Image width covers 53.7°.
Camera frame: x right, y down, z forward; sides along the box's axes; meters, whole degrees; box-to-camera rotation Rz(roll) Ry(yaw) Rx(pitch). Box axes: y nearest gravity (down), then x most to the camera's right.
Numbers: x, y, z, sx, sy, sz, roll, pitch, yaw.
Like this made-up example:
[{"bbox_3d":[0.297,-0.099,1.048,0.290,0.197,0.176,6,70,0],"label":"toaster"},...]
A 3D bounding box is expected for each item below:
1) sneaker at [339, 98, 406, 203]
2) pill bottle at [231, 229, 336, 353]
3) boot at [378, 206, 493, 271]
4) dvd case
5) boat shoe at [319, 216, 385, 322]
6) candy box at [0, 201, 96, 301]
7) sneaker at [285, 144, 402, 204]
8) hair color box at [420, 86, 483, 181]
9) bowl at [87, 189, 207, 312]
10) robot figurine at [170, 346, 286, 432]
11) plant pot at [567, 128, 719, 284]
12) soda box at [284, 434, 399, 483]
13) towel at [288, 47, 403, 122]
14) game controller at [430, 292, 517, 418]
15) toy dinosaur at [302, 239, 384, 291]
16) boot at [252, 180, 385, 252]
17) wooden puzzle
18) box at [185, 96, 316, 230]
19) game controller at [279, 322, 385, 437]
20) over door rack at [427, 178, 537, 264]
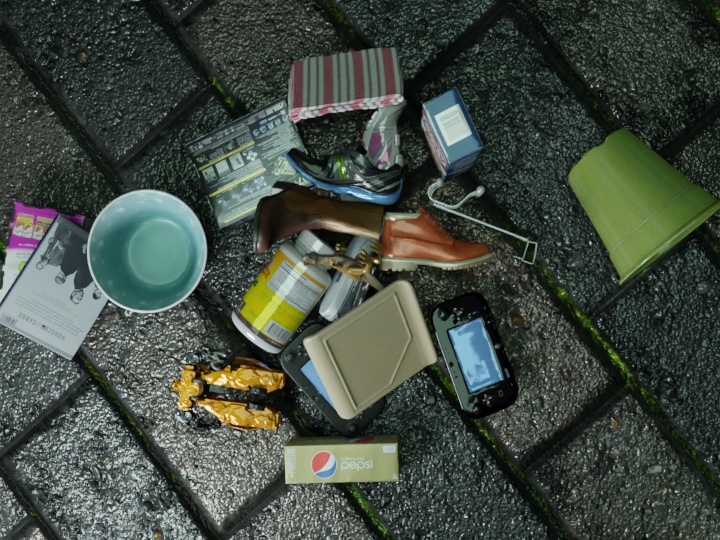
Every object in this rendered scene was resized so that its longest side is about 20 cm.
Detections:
[{"bbox_3d":[0.039,-0.198,1.217,0.087,0.081,0.204,25,100,4],"label":"sneaker"},{"bbox_3d":[-0.123,0.031,1.210,0.108,0.109,0.202,37,92,4],"label":"pill bottle"},{"bbox_3d":[0.129,-0.052,1.194,0.194,0.075,0.110,1,89,-8],"label":"boot"},{"bbox_3d":[-0.509,0.030,1.223,0.150,0.025,0.203,37,75,-34],"label":"dvd case"},{"bbox_3d":[0.004,0.002,1.222,0.067,0.071,0.203,31,80,-23],"label":"boat shoe"},{"bbox_3d":[-0.561,-0.009,1.273,0.133,0.061,0.205,11,90,3],"label":"candy box"},{"bbox_3d":[-0.025,-0.166,1.158,0.195,0.071,0.085,14,97,0],"label":"sneaker"},{"bbox_3d":[0.142,-0.211,1.142,0.059,0.200,0.102,-24,87,4],"label":"hair color box"},{"bbox_3d":[-0.356,-0.031,1.226,0.195,0.105,0.207,0,89,-5],"label":"bowl"},{"bbox_3d":[-0.233,0.213,1.244,0.195,0.058,0.149,8,90,4],"label":"robot figurine"},{"bbox_3d":[0.436,-0.116,1.138,0.198,0.200,0.192,-37,73,4],"label":"plant pot"},{"bbox_3d":[-0.030,0.322,1.220,0.194,0.068,0.066,-2,90,5],"label":"soda box"},{"bbox_3d":[-0.026,-0.319,1.210,0.195,0.030,0.149,-7,50,5],"label":"towel"},{"bbox_3d":[0.193,0.143,1.207,0.102,0.042,0.204,-20,88,5],"label":"game controller"},{"bbox_3d":[0.000,0.000,1.161,0.197,0.106,0.061,30,48,-20],"label":"toy dinosaur"},{"bbox_3d":[-0.064,-0.069,1.138,0.195,0.189,0.070,14,118,6],"label":"boot"},{"bbox_3d":[0.020,0.130,1.178,0.197,0.037,0.188,-29,123,-10],"label":"wooden puzzle"},{"bbox_3d":[-0.186,-0.186,1.248,0.196,0.049,0.164,-25,86,5],"label":"box"},{"bbox_3d":[-0.047,0.187,1.221,0.104,0.042,0.201,-40,98,5],"label":"game controller"},{"bbox_3d":[0.204,-0.091,1.164,0.198,0.148,0.067,33,98,5],"label":"over door rack"}]
